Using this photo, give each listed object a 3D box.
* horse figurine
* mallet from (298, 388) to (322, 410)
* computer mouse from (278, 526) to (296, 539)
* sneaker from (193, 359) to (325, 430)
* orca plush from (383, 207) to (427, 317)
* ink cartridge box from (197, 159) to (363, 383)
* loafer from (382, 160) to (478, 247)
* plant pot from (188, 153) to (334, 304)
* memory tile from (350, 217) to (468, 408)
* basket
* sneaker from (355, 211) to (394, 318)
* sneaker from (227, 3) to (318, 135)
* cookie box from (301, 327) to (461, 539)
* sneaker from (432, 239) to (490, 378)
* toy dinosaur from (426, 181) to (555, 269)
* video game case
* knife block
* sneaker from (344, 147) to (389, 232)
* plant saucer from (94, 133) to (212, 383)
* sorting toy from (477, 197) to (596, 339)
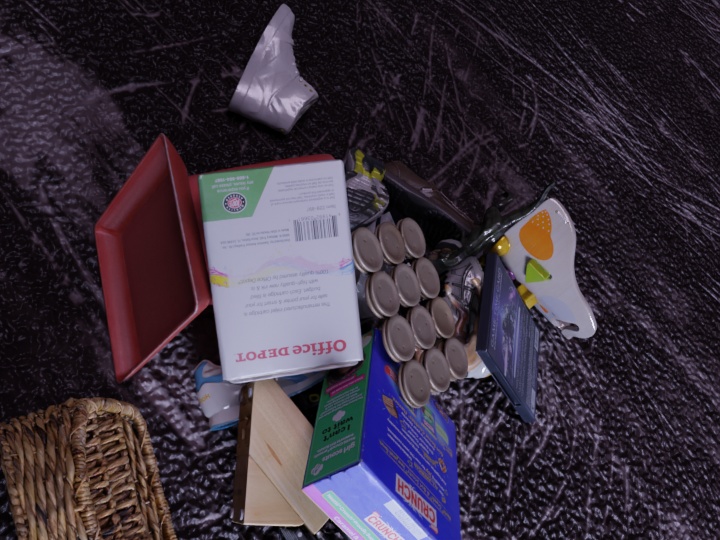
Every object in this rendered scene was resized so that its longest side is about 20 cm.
[{"bbox_3d":[0.106,0.087,0.876,0.197,0.050,0.136,-14,93,-31],"label":"horse figurine"},{"bbox_3d":[0.013,0.148,0.863,0.197,0.041,0.067,-19,77,-39],"label":"mallet"},{"bbox_3d":[-0.026,0.227,0.808,0.199,0.053,0.139,-35,81,-35],"label":"computer mouse"},{"bbox_3d":[-0.097,0.112,0.819,0.197,0.076,0.082,-20,81,-32],"label":"sneaker"},{"bbox_3d":[0.059,-0.005,0.960,0.103,0.071,0.204,13,59,-18],"label":"orca plush"},{"bbox_3d":[-0.080,-0.002,0.711,0.142,0.087,0.205,-7,95,-7],"label":"ink cartridge box"},{"bbox_3d":[0.105,-0.099,1.031,0.199,0.073,0.071,38,54,-3],"label":"loafer"},{"bbox_3d":[-0.119,-0.038,0.832,0.173,0.201,0.205,-1,64,-16],"label":"plant pot"},{"bbox_3d":[0.058,0.042,0.790,0.152,0.017,0.204,-18,88,-55],"label":"memory tile"},{"bbox_3d":[-0.244,0.222,0.651,0.146,0.143,0.204,-10,69,-28],"label":"basket"},{"bbox_3d":[0.000,0.000,0.888,0.201,0.079,0.078,-67,141,-58],"label":"sneaker"},{"bbox_3d":[-0.110,-0.293,1.038,0.114,0.074,0.204,25,66,-13],"label":"sneaker"},{"bbox_3d":[0.030,0.190,0.731,0.172,0.074,0.201,51,22,-21],"label":"cookie box"},{"bbox_3d":[0.128,0.049,0.962,0.086,0.076,0.204,-4,65,-27],"label":"sneaker"},{"bbox_3d":[0.180,-0.066,0.940,0.048,0.199,0.089,47,25,-13],"label":"toy dinosaur"},{"bbox_3d":[0.202,0.094,0.936,0.200,0.019,0.145,50,42,-43],"label":"video game case"},{"bbox_3d":[-0.046,0.218,0.740,0.172,0.064,0.205,8,72,-22],"label":"knife block"},{"bbox_3d":[-0.006,-0.089,0.933,0.073,0.086,0.201,24,29,-5],"label":"sneaker"},{"bbox_3d":[-0.226,-0.008,0.758,0.036,0.199,0.204,3,61,-42],"label":"plant saucer"},{"bbox_3d":[0.263,0.018,0.994,0.106,0.200,0.182,-35,83,-4],"label":"sorting toy"}]
